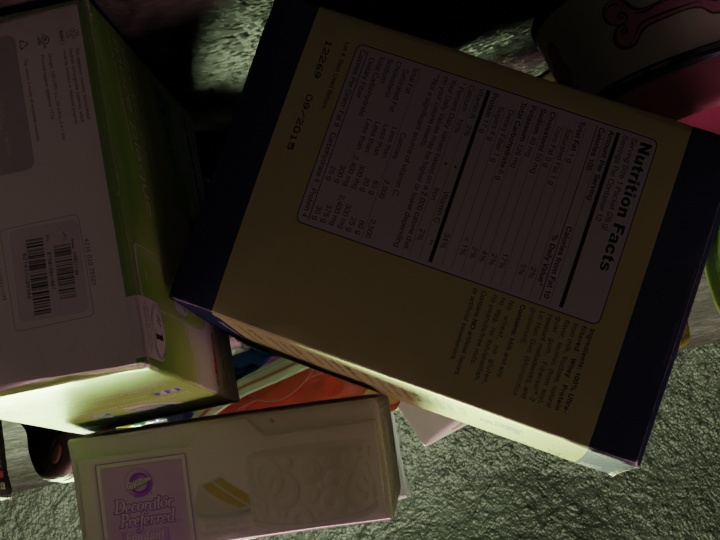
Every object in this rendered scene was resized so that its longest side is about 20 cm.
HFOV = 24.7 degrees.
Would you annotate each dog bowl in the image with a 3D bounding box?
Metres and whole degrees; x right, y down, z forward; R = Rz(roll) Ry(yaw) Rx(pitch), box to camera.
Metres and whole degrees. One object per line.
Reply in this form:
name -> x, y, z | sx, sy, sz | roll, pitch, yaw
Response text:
dog bowl -> 0.184, -0.101, 0.770 | 0.198, 0.075, 0.200 | -11, 171, -2

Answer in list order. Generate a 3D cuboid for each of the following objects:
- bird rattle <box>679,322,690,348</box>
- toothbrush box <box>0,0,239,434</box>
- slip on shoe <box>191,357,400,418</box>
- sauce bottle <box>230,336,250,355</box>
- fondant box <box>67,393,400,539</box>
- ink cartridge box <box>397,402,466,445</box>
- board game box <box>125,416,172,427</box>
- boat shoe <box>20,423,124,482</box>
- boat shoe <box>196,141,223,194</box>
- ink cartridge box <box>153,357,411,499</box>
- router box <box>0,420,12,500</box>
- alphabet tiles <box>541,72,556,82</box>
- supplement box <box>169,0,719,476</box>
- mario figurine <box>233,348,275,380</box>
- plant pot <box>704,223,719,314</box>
bird rattle -> 0.113, -0.035, 0.915 | 0.163, 0.113, 0.200 | -43, 118, 14
toothbrush box -> -0.119, -0.012, 0.712 | 0.085, 0.147, 0.200 | -11, 170, 3
slip on shoe -> -0.048, 0.095, 1.079 | 0.074, 0.062, 0.199 | -8, 165, -47
sauce bottle -> 0.000, 0.000, 1.014 | 0.198, 0.065, 0.065 | -24, 168, 11
fondant box -> -0.054, 0.099, 0.831 | 0.142, 0.059, 0.200 | -8, 175, 2
ink cartridge box -> 0.115, 0.017, 1.099 | 0.200, 0.086, 0.146 | -42, 168, 24
board game box -> -0.181, 0.036, 0.876 | 0.200, 0.039, 0.157 | 40, 137, -22
boat shoe -> -0.183, 0.071, 1.058 | 0.073, 0.076, 0.200 | 8, -153, -27
boat shoe -> -0.088, -0.030, 0.870 | 0.198, 0.074, 0.065 | -11, 175, -1
ink cartridge box -> -0.078, 0.085, 1.182 | 0.198, 0.199, 0.043 | -12, 170, 1
router box -> -0.280, 0.069, 0.987 | 0.061, 0.152, 0.200 | -11, 171, 8
alphabet tiles -> 0.102, -0.082, 0.971 | 0.194, 0.015, 0.200 | -6, 169, -29
supplement box -> 0.046, -0.006, 0.738 | 0.198, 0.136, 0.200 | 19, 175, 8
mario figurine -> -0.047, 0.011, 1.119 | 0.199, 0.107, 0.123 | -28, 168, 12
plant pot -> 0.312, -0.044, 1.001 | 0.198, 0.202, 0.190 | -12, 159, 6
